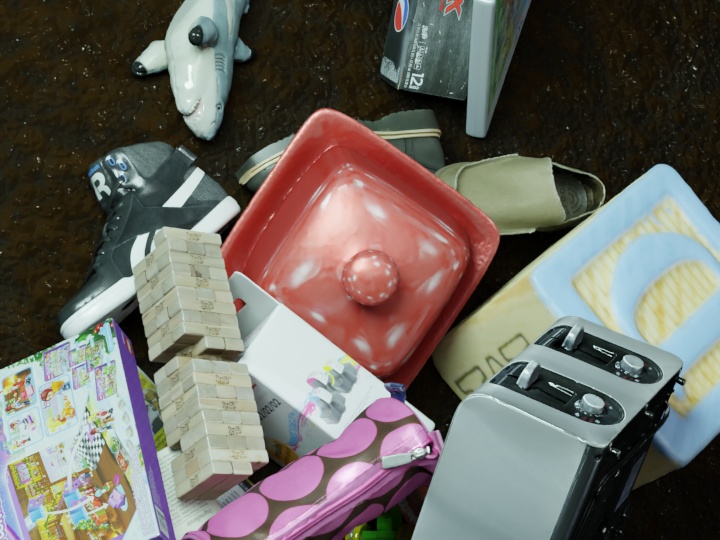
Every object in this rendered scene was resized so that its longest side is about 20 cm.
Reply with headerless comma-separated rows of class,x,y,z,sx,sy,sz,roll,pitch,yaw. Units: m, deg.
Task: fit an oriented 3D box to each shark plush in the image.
shark plush,-0.126,-0.204,1.599,0.083,0.091,0.201,45,36,-24

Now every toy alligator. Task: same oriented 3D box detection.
toy alligator,0.017,0.266,1.459,0.054,0.059,0.201,47,46,-50

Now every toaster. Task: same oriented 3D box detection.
toaster,0.140,0.149,1.359,0.118,0.201,0.181,27,30,20

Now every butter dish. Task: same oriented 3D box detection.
butter dish,0.000,0.000,1.471,0.199,0.148,0.201,34,91,-10

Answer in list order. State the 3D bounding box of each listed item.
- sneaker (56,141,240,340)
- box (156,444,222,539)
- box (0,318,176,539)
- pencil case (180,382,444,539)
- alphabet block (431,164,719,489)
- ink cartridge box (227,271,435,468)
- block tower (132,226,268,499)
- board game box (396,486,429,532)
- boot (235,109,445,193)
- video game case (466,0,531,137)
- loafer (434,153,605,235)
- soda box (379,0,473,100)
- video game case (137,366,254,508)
sneaker,-0.199,-0.031,1.476,0.112,0.073,0.200,46,51,3
box,-0.122,0.236,1.369,0.082,0.068,0.201,-28,83,-29
box,-0.216,0.145,1.328,0.136,0.039,0.201,-23,50,6
pencil case,-0.031,0.171,1.328,0.199,0.093,0.091,-35,111,-21
alphabet block,0.213,0.064,1.541,0.195,0.200,0.197,-36,87,-32
ink cartridge box,-0.053,0.101,1.455,0.200,0.115,0.068,38,61,-5
block tower,-0.122,0.070,1.379,0.054,0.058,0.201,8,59,-39
board game box,0.100,0.232,1.409,0.102,0.020,0.200,19,20,-34
boot,0.003,-0.056,1.572,0.199,0.077,0.139,-15,81,-27
video game case,0.131,-0.247,1.636,0.022,0.200,0.183,14,61,10
loafer,0.140,-0.069,1.609,0.199,0.067,0.077,-9,81,-45
soda box,0.075,-0.258,1.628,0.070,0.063,0.202,7,105,-21
video game case,-0.190,0.190,1.411,0.181,0.025,0.200,45,60,-2
